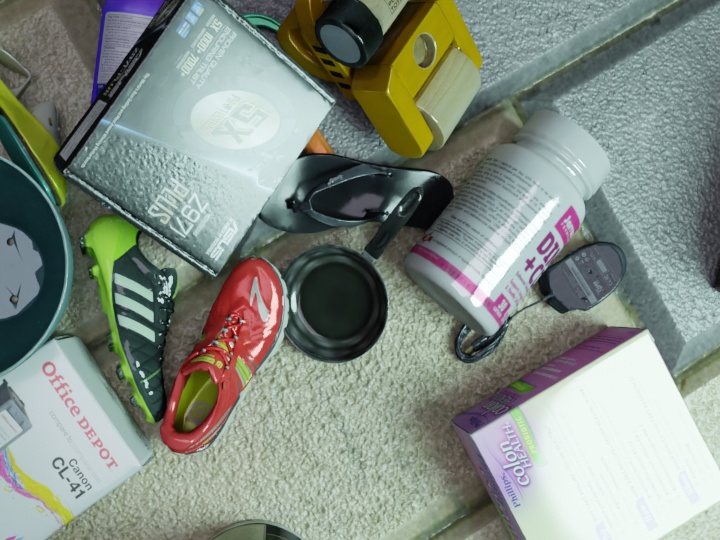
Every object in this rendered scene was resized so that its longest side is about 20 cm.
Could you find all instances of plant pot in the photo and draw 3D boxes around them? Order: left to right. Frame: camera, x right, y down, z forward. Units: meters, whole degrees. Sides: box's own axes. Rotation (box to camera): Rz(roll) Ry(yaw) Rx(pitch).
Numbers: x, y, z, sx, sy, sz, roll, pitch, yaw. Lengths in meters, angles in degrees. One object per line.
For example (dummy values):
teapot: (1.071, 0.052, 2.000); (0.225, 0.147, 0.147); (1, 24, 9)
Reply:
plant pot: (-0.347, -0.002, 0.787); (0.197, 0.135, 0.204); (0, 88, -6)

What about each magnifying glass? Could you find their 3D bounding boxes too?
magnifying glass: (-0.071, -0.164, 0.878); (0.079, 0.022, 0.201); (-33, 90, -6)

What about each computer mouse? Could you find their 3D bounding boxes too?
computer mouse: (0.181, 0.034, 0.893); (0.198, 0.034, 0.059); (-29, 82, 1)

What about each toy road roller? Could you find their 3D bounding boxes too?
toy road roller: (0.012, -0.215, 0.846); (0.124, 0.145, 0.200); (-56, 130, -20)

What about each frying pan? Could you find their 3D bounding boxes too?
frying pan: (-0.016, -0.004, 0.851); (0.113, 0.031, 0.193); (18, 99, 9)

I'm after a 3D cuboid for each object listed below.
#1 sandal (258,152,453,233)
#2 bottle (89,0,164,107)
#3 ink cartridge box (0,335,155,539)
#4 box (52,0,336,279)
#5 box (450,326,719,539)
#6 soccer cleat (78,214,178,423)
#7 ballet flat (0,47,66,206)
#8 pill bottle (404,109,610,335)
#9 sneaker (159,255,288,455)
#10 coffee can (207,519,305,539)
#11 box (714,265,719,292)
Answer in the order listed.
sandal: (-0.003, -0.074, 0.852); (0.197, 0.043, 0.077); (-3, 107, -11)
bottle: (-0.208, -0.230, 0.843); (0.082, 0.065, 0.204); (6, 87, -11)
ink cartridge box: (-0.315, 0.175, 0.810); (0.199, 0.086, 0.149); (-36, 92, -4)
box: (-0.148, -0.126, 0.789); (0.163, 0.086, 0.201); (37, 86, -29)
box: (0.220, 0.181, 0.856); (0.198, 0.097, 0.178); (-29, 91, -7)
soccer cleat: (-0.206, 0.042, 0.837); (0.080, 0.067, 0.203); (-16, 89, -19)
ballet flat: (-0.329, -0.154, 0.833); (0.067, 0.067, 0.200); (-41, 91, -26)
pill bottle: (0.143, -0.048, 0.846); (0.113, 0.113, 0.201); (40, 85, -3)
sneaker: (-0.127, 0.082, 0.825); (0.076, 0.085, 0.203); (22, 86, 7)
coffee can: (-0.095, 0.316, 0.768); (0.144, 0.200, 0.149); (0, 89, -6)
box: (0.478, -0.052, 0.854); (0.163, 0.164, 0.203); (17, 87, -5)
